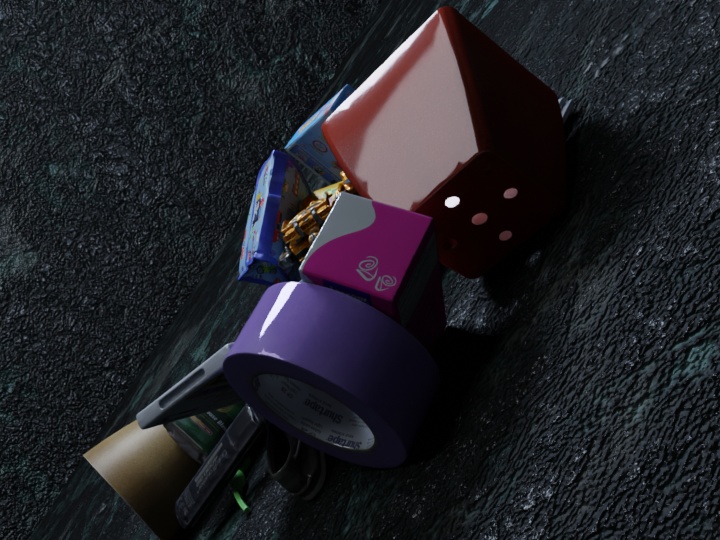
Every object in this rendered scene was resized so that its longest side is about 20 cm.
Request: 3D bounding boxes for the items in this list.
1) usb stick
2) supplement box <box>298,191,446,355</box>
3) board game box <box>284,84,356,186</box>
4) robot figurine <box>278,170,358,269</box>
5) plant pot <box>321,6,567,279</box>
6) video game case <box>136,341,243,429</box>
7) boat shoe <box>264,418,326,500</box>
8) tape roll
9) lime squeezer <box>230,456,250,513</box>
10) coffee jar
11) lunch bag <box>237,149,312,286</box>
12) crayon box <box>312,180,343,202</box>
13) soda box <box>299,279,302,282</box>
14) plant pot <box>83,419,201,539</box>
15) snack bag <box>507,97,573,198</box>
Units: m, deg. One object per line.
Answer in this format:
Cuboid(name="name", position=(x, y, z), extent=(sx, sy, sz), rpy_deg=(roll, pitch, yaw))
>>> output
Cuboid(name="usb stick", position=(-0.187, 0.263, 1.273), extent=(0.200, 0.033, 0.056), rpy_deg=(-54, 42, 15))
Cuboid(name="supplement box", position=(0.019, 0.028, 0.952), extent=(0.104, 0.101, 0.200), rpy_deg=(-62, -23, -28))
Cuboid(name="board game box", position=(0.003, -0.177, 1.489), extent=(0.056, 0.200, 0.196), rpy_deg=(-58, 15, -23))
Cuboid(name="robot figurine", position=(-0.047, -0.069, 1.219), extent=(0.145, 0.058, 0.200), rpy_deg=(-34, 10, 15))
Cuboid(name="plant pot", position=(0.104, -0.114, 1.001), extent=(0.200, 0.200, 0.177), rpy_deg=(-41, 41, 27))
Cuboid(name="video game case", position=(-0.130, 0.117, 1.085), extent=(0.182, 0.022, 0.200), rpy_deg=(-37, -17, 35))
Cuboid(name="boat shoe", position=(-0.085, 0.185, 1.125), extent=(0.067, 0.057, 0.200), rpy_deg=(-48, 30, 17))
Cuboid(name="tape roll", position=(-0.028, 0.105, 0.922), extent=(0.200, 0.200, 0.085), rpy_deg=(-29, 29, 60))
Cuboid(name="lime squeezer", position=(-0.159, 0.276, 1.314), extent=(0.070, 0.038, 0.200), rpy_deg=(-14, 28, 16))
Cuboid(name="coffee jar", position=(-0.186, 0.183, 1.383), extent=(0.200, 0.104, 0.085), rpy_deg=(-47, -10, -28))
Cuboid(name="lunch bag", position=(-0.117, -0.068, 1.323), extent=(0.200, 0.094, 0.151), rpy_deg=(112, 168, -76))
Cuboid(name="crayon box", position=(-0.007, -0.071, 1.341), extent=(0.126, 0.051, 0.201), rpy_deg=(-19, 42, 18))
Cuboid(name="soda box", position=(0.000, 0.000, 1.178), extent=(0.200, 0.068, 0.064), rpy_deg=(-45, -26, -2))
Cuboid(name="plant pot", position=(-0.283, 0.283, 1.446), extent=(0.200, 0.187, 0.186), rpy_deg=(-42, 10, -20))
Cuboid(name="snack bag", position=(0.167, -0.105, 1.151), extent=(0.201, 0.021, 0.188), rpy_deg=(-62, 15, -17))
